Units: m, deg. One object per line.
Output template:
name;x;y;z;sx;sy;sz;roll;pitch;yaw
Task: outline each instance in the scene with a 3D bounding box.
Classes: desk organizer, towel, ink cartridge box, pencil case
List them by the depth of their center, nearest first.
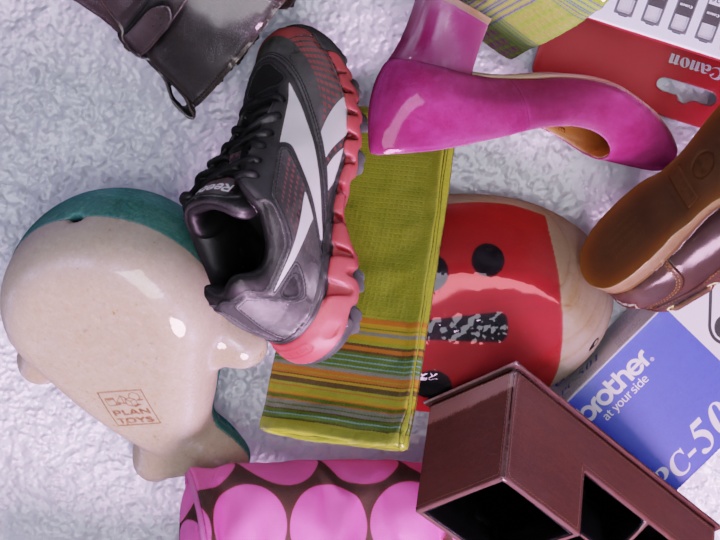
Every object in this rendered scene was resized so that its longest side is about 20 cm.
towel;0.031;-0.190;0.861;0.200;0.144;0.023;35;78;-11
towel;0.000;0.000;0.907;0.086;0.018;0.200;5;74;16
ink cartridge box;0.220;-0.161;0.909;0.200;0.084;0.176;15;103;-9
desk organizer;0.124;0.145;0.937;0.072;0.077;0.200;-27;127;37
pencil case;-0.009;0.162;0.952;0.200;0.094;0.091;-1;135;-17
ink cartridge box;0.220;0.039;0.982;0.094;0.044;0.200;43;98;-12

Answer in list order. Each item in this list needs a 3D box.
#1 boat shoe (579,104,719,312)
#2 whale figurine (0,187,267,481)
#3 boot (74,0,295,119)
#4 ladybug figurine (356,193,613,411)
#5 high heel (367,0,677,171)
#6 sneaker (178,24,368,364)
boat shoe;0.214;-0.047;0.896;0.070;0.070;0.200;24;130;-34
whale figurine;-0.124;0.037;0.938;0.159;0.104;0.200;-7;129;20
boot;-0.104;-0.205;0.888;0.174;0.069;0.200;30;108;-14
ladybug figurine;0.056;0.025;0.951;0.200;0.072;0.136;-6;105;-3
high heel;0.094;-0.074;0.905;0.200;0.067;0.096;26;80;-33
sneaker;-0.049;-0.052;0.876;0.098;0.071;0.201;19;63;-40
